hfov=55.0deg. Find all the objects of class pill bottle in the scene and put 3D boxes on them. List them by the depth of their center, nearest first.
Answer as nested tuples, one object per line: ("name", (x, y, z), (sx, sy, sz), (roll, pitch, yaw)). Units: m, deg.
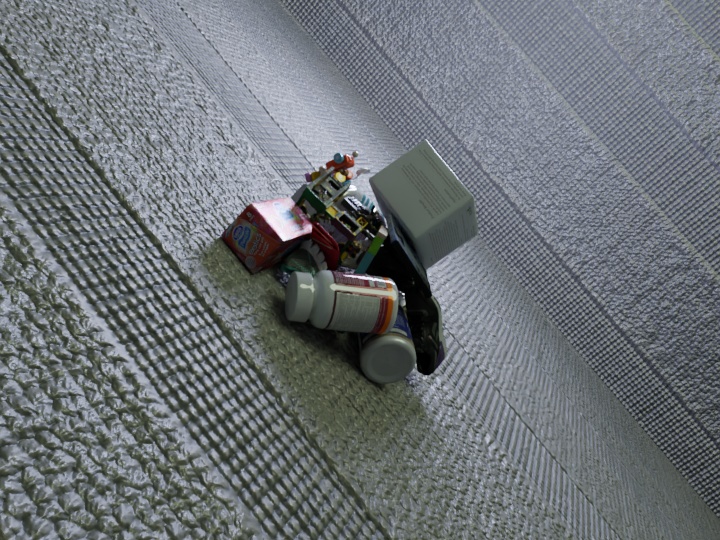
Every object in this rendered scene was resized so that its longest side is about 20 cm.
("pill bottle", (-0.037, 0.058, 1.306), (0.197, 0.110, 0.110), (7, 36, -20))
("pill bottle", (0.047, 0.130, 1.443), (0.115, 0.116, 0.201), (39, 21, -26))

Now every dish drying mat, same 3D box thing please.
("dish drying mat", (-0.076, -0.040, 1.421), (0.077, 0.018, 0.200), (43, -14, 6))

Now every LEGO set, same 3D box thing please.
("LEGO set", (-0.054, -0.123, 1.492), (0.199, 0.154, 0.116), (38, 48, 9))

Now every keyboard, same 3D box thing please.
("keyboard", (0.033, -0.095, 1.577), (0.200, 0.021, 0.127), (44, 24, 4))

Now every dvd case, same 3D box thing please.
("dvd case", (0.101, -0.034, 1.481), (0.143, 0.017, 0.200), (56, 9, -18))

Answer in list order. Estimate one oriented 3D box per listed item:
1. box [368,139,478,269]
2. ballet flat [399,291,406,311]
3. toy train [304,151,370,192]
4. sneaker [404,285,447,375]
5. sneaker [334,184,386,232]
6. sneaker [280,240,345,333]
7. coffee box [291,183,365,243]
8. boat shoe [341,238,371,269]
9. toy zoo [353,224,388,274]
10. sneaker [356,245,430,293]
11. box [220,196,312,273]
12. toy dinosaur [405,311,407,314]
("box", (0.153, -0.150, 1.634), (0.200, 0.170, 0.200), (55, -3, 26))
("ballet flat", (0.127, 0.109, 1.748), (0.201, 0.072, 0.072), (55, 20, 18))
("toy train", (-0.046, -0.221, 1.654), (0.200, 0.149, 0.056), (13, 61, -70))
("sneaker", (0.135, 0.133, 1.494), (0.088, 0.075, 0.202), (-46, 122, -50))
("sneaker", (0.006, -0.145, 1.701), (0.094, 0.070, 0.199), (50, 15, 22))
("sneaker", (-0.092, 0.046, 1.383), (0.091, 0.077, 0.201), (-30, 90, -32))
("coffee box", (-0.080, -0.124, 1.706), (0.199, 0.080, 0.114), (18, 34, -56))
("boat shoe", (0.009, -0.043, 1.622), (0.198, 0.070, 0.071), (5, 27, -40))
("toy zoo", (0.000, 0.000, 1.470), (0.020, 0.201, 0.131), (30, 11, -1))
("sneaker", (0.083, 0.006, 1.580), (0.198, 0.076, 0.091), (17, 26, -26))
("box", (-0.175, -0.075, 1.374), (0.100, 0.095, 0.200), (48, 19, 5))
("toy dinosaur", (0.100, 0.160, 1.555), (0.103, 0.076, 0.201), (54, 18, -41))
